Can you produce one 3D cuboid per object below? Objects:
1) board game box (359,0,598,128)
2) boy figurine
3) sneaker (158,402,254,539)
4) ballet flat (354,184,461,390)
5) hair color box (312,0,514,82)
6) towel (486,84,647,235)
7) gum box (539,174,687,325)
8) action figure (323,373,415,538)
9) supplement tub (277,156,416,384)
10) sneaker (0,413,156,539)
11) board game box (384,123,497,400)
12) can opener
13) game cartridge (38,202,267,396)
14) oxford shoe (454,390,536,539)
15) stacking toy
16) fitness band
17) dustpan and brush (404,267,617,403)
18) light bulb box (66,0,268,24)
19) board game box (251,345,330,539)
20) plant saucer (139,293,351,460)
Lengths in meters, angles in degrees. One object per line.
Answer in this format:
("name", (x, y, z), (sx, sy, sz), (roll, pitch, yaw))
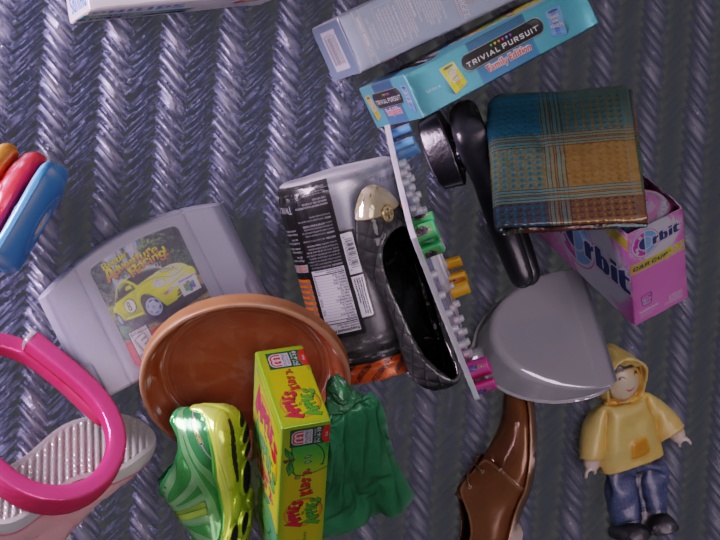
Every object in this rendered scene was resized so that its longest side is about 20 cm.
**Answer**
("board game box", (0.111, -0.207, 1.676), (0.199, 0.151, 0.047), (-29, 98, -14))
("boy figurine", (0.283, 0.173, 1.785), (0.123, 0.064, 0.202), (-9, 97, -13))
("sneaker", (-0.149, 0.215, 1.652), (0.083, 0.074, 0.202), (10, 111, 20))
("ballet flat", (0.048, 0.014, 1.588), (0.066, 0.057, 0.202), (-28, 102, -33))
("hair color box", (0.061, -0.254, 1.687), (0.199, 0.099, 0.061), (-27, 98, -14))
("towel", (0.194, -0.105, 1.644), (0.145, 0.201, 0.022), (-3, 132, 5))
("gum box", (0.233, -0.054, 1.687), (0.066, 0.200, 0.114), (-26, 131, -15))
("action figure", (-0.010, 0.171, 1.647), (0.117, 0.055, 0.201), (-25, 139, -18))
("supplement tub", (0.000, 0.000, 1.665), (0.121, 0.122, 0.202), (-17, 97, -15))
("sneaker", (-0.282, 0.212, 1.620), (0.075, 0.105, 0.199), (40, 46, 25))
("board game box", (0.075, -0.013, 1.619), (0.026, 0.201, 0.201), (-19, 123, 6))
("can opener", (0.131, -0.077, 1.733), (0.078, 0.063, 0.201), (-26, 91, 30))
("game cartridge", (-0.198, 0.022, 1.653), (0.199, 0.041, 0.134), (-29, 95, -14))
("oxford shoe", (0.134, 0.208, 1.740), (0.071, 0.071, 0.202), (11, 88, -8))
("stacking toy", (-0.375, -0.091, 1.574), (0.199, 0.116, 0.110), (29, 83, -1))
("fitness band", (-0.304, 0.134, 1.572), (0.200, 0.038, 0.144), (39, 48, 7))
("dustpan and brush", (0.142, 0.079, 1.736), (0.198, 0.057, 0.141), (-6, 63, -16))
("light bulb box", (-0.180, -0.341, 1.600), (0.196, 0.125, 0.202), (-8, 95, -17))
("board game box", (-0.067, 0.180, 1.609), (0.047, 0.102, 0.201), (-8, 131, -14))
("plant saucer", (-0.108, 0.099, 1.631), (0.198, 0.032, 0.202), (-2, 130, -2))
